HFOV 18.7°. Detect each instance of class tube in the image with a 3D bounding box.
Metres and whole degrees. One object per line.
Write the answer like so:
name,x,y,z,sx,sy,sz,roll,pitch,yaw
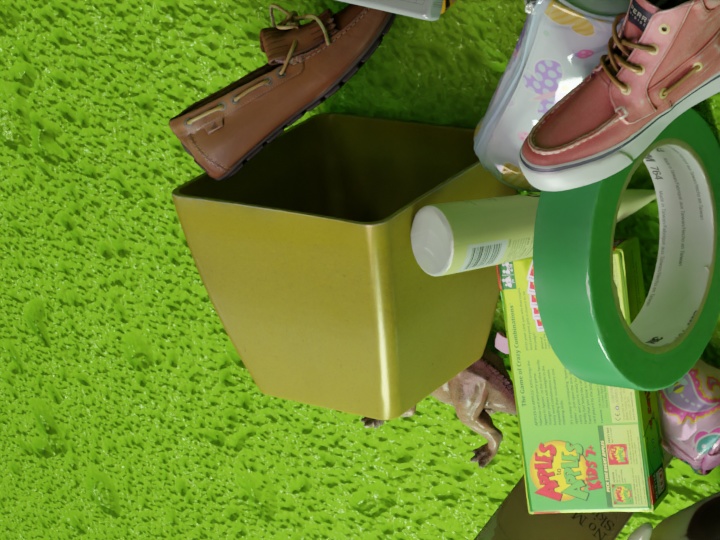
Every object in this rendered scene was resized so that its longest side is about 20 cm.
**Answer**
tube,0.128,-0.034,1.592,0.058,0.199,0.052,33,123,48

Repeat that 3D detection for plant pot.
plant pot,0.000,0.000,1.681,0.199,0.200,0.178,10,118,35

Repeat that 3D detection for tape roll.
tape roll,0.193,-0.018,1.521,0.048,0.201,0.202,5,131,37

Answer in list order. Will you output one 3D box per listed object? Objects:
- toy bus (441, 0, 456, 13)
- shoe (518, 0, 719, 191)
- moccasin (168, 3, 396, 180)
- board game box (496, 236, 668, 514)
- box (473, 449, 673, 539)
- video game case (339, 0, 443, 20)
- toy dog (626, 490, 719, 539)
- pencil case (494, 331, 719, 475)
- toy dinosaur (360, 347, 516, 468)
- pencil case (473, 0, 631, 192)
toy bus,-0.011,-0.250,1.575,0.199,0.078,0.065,20,137,26
shoe,0.180,-0.139,1.425,0.072,0.199,0.091,52,173,46
moccasin,-0.055,-0.156,1.633,0.201,0.074,0.078,-38,101,8
board game box,0.169,0.080,1.651,0.101,0.048,0.202,-4,100,24
box,0.161,0.203,1.771,0.095,0.200,0.078,37,143,5
video game case,-0.017,-0.281,1.509,0.199,0.022,0.184,16,100,28
toy dog,0.314,0.193,1.673,0.193,0.140,0.200,33,115,-19
pencil case,0.207,0.079,1.705,0.199,0.088,0.088,31,142,13
toy dinosaur,0.077,0.078,1.827,0.199,0.086,0.136,21,132,17
pencil case,0.141,-0.142,1.535,0.083,0.090,0.201,52,150,24
